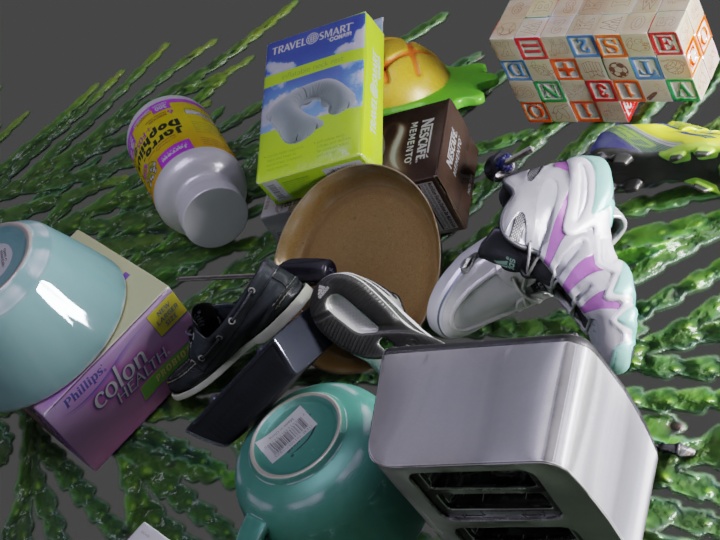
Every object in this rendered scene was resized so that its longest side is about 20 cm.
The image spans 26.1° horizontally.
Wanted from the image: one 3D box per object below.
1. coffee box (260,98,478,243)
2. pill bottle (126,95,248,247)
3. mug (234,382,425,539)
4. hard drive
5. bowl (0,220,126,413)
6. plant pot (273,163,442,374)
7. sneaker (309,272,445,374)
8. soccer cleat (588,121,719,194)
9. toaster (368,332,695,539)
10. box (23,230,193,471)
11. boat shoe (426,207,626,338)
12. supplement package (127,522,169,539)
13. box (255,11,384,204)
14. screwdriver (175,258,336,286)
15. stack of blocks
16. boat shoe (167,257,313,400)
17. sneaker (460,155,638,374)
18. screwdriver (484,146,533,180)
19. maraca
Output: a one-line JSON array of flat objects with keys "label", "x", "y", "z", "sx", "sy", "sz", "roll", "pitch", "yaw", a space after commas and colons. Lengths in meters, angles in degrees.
[{"label": "coffee box", "x": 0.011, "y": -0.088, "z": 1.567, "sx": 0.199, "sy": 0.080, "sz": 0.114, "roll": -12, "pitch": 44, "yaw": 25}, {"label": "pill bottle", "x": -0.186, "y": -0.107, "z": 1.707, "sx": 0.104, "sy": 0.104, "sz": 0.200, "roll": -34, "pitch": 39, "yaw": -1}, {"label": "mug", "x": -0.032, "y": 0.182, "z": 1.290, "sx": 0.151, "sy": 0.115, "sz": 0.186, "roll": -12, "pitch": 43, "yaw": 25}, {"label": "hard drive", "x": -0.071, "y": 0.083, "z": 1.375, "sx": 0.135, "sy": 0.042, "sz": 0.200, "roll": -46, "pitch": -2, "yaw": 21}, {"label": "bowl", "x": -0.342, "y": 0.029, "z": 1.523, "sx": 0.199, "sy": 0.105, "sz": 0.202, "roll": -20, "pitch": 42, "yaw": 18}, {"label": "plant pot", "x": 0.000, "y": 0.000, "z": 1.467, "sx": 0.199, "sy": 0.027, "sz": 0.202, "roll": -9, "pitch": 74, "yaw": 35}, {"label": "sneaker", "x": 0.049, "y": 0.071, "z": 1.349, "sx": 0.076, "sy": 0.201, "sz": 0.115, "roll": -46, "pitch": -4, "yaw": 14}, {"label": "soccer cleat", "x": 0.300, "y": -0.110, "z": 1.402, "sx": 0.199, "sy": 0.065, "sz": 0.084, "roll": 4, "pitch": 45, "yaw": 37}, {"label": "toaster", "x": 0.125, "y": 0.141, "z": 1.176, "sx": 0.199, "sy": 0.181, "sz": 0.119, "roll": -6, "pitch": 52, "yaw": 30}, {"label": "box", "x": -0.280, "y": 0.077, "z": 1.590, "sx": 0.176, "sy": 0.097, "sz": 0.199, "roll": -47, "pitch": 39, "yaw": -15}, {"label": "boat shoe", "x": 0.149, "y": -0.003, "z": 1.389, "sx": 0.200, "sy": 0.074, "sz": 0.065, "roll": -40, "pitch": 35, "yaw": -5}, {"label": "supplement package", "x": -0.119, "y": 0.306, "z": 1.155, "sx": 0.117, "sy": 0.200, "sz": 0.117, "roll": 22, "pitch": 64, "yaw": 46}, {"label": "box", "x": -0.038, "y": -0.173, "z": 1.560, "sx": 0.121, "sy": 0.048, "sz": 0.201, "roll": -14, "pitch": 55, "yaw": 24}, {"label": "screwdriver", "x": -0.103, "y": 0.005, "z": 1.515, "sx": 0.199, "sy": 0.029, "sz": 0.028, "roll": -3, "pitch": 87, "yaw": 41}, {"label": "stack of blocks", "x": 0.239, "y": -0.204, "z": 1.499, "sx": 0.199, "sy": 0.115, "sz": 0.059, "roll": 4, "pitch": 51, "yaw": 36}, {"label": "boat shoe", "x": -0.131, "y": 0.054, "z": 1.484, "sx": 0.199, "sy": 0.066, "sz": 0.075, "roll": -36, "pitch": 13, "yaw": 38}, {"label": "sneaker", "x": 0.155, "y": 0.001, "z": 1.322, "sx": 0.139, "sy": 0.078, "sz": 0.201, "roll": -6, "pitch": 61, "yaw": -2}, {"label": "screwdriver", "x": 0.138, "y": -0.106, "z": 1.436, "sx": 0.028, "sy": 0.029, "sz": 0.200, "roll": -32, "pitch": -4, "yaw": -4}, {"label": "maraca", "x": 0.045, "y": -0.189, "z": 1.630, "sx": 0.198, "sy": 0.108, "sz": 0.137, "roll": 3, "pitch": 35, "yaw": 25}]
